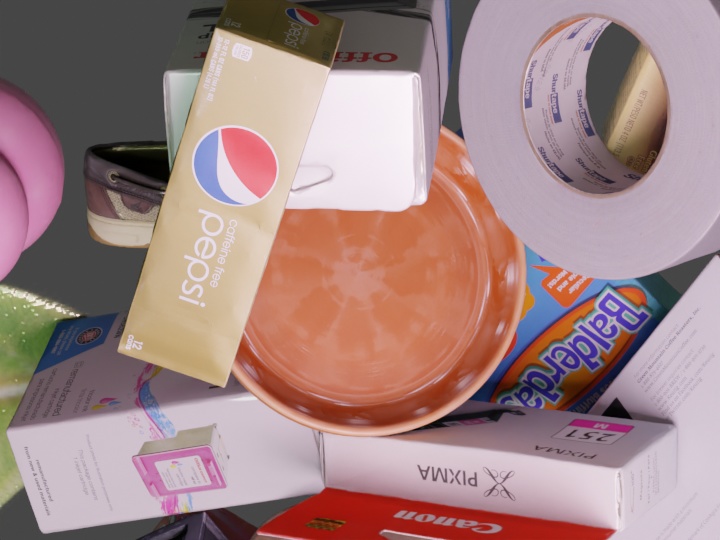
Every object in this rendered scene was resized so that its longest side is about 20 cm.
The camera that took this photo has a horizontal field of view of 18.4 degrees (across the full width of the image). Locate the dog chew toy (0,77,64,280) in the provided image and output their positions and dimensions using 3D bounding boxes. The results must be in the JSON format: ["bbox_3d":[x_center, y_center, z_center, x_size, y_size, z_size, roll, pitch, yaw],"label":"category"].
[{"bbox_3d":[-0.252,-0.039,1.352,0.123,0.200,0.125,3,120,6],"label":"dog chew toy"}]

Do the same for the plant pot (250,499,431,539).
[{"bbox_3d":[0.020,0.208,1.407,0.174,0.201,0.200,7,132,-47],"label":"plant pot"}]

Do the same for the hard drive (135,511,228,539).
[{"bbox_3d":[-0.146,0.255,1.479,0.199,0.042,0.135,-31,110,22],"label":"hard drive"}]

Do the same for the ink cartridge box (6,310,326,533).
[{"bbox_3d":[-0.109,0.085,1.435,0.198,0.145,0.085,-8,117,12],"label":"ink cartridge box"}]

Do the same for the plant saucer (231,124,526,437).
[{"bbox_3d":[0.000,0.000,1.338,0.198,0.032,0.202,1,80,-7],"label":"plant saucer"}]

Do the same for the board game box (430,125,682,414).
[{"bbox_3d":[0.095,0.014,1.428,0.200,0.045,0.152,42,115,-16],"label":"board game box"}]

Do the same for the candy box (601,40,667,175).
[{"bbox_3d":[0.232,-0.137,1.321,0.115,0.055,0.201,20,119,-4],"label":"candy box"}]

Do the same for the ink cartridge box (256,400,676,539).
[{"bbox_3d":[0.063,0.122,1.305,0.199,0.173,0.044,5,104,28],"label":"ink cartridge box"}]

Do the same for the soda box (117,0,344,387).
[{"bbox_3d":[-0.069,-0.043,1.173,0.064,0.068,0.201,18,118,-3],"label":"soda box"}]

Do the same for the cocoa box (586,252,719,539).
[{"bbox_3d":[0.239,0.101,1.378,0.131,0.134,0.200,-2,137,-45],"label":"cocoa box"}]

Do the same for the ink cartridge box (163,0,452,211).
[{"bbox_3d":[-0.025,-0.117,1.280,0.143,0.200,0.085,0,119,6],"label":"ink cartridge box"}]

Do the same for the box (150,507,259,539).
[{"bbox_3d":[-0.070,0.256,1.552,0.199,0.100,0.096,32,118,-10],"label":"box"}]

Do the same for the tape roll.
[{"bbox_3d":[0.153,-0.099,1.284,0.199,0.066,0.202,12,109,39],"label":"tape roll"}]

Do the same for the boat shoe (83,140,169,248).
[{"bbox_3d":[-0.081,-0.055,1.396,0.199,0.072,0.066,-3,124,14],"label":"boat shoe"}]
